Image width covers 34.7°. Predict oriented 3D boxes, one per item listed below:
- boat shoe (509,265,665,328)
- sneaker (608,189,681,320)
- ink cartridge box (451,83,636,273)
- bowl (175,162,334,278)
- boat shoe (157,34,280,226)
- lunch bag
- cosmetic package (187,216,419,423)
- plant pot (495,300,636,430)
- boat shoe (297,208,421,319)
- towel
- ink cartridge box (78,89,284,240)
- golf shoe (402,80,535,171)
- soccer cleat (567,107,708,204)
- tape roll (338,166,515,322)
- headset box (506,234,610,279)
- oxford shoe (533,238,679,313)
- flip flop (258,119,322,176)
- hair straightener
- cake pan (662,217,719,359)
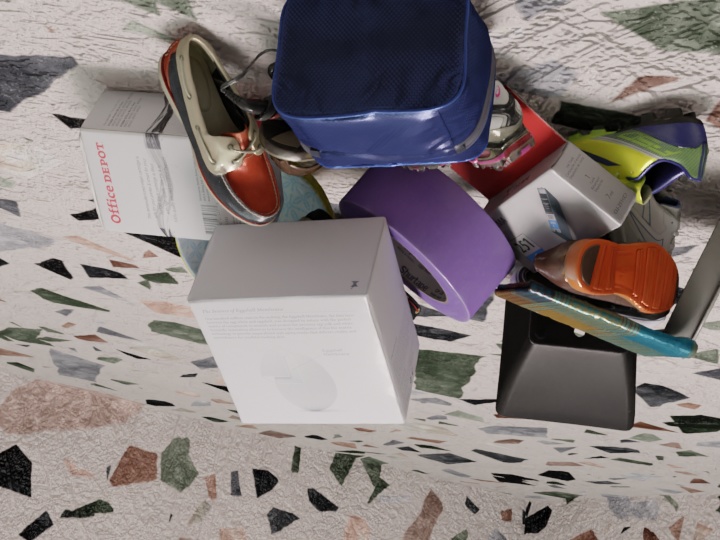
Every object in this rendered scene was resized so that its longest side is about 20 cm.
[{"bbox_3d":[0.276,0.020,1.353,0.197,0.071,0.067,14,142,-7],"label":"boat shoe"},{"bbox_3d":[0.315,-0.034,1.267,0.086,0.075,0.202,-11,116,23],"label":"sneaker"},{"bbox_3d":[0.170,-0.089,1.220,0.175,0.045,0.200,38,158,-5],"label":"ink cartridge box"},{"bbox_3d":[-0.117,-0.063,1.404,0.197,0.203,0.108,5,-155,10],"label":"bowl"},{"bbox_3d":[-0.132,-0.137,1.139,0.071,0.202,0.062,-33,-170,-32],"label":"boat shoe"},{"bbox_3d":[0.018,-0.165,1.016,0.197,0.138,0.132,1,161,19],"label":"lunch bag"},{"bbox_3d":[-0.055,0.057,1.256,0.196,0.124,0.202,-2,135,16],"label":"cosmetic package"},{"bbox_3d":[0.298,0.088,1.611,0.196,0.203,0.178,6,152,7],"label":"plant pot"},{"bbox_3d":[-0.002,-0.001,1.332,0.073,0.063,0.202,16,150,55],"label":"boat shoe"},{"bbox_3d":[0.256,0.052,1.271,0.198,0.022,0.147,22,174,-8],"label":"towel"},{"bbox_3d":[-0.193,-0.114,1.272,0.197,0.084,0.147,6,133,9],"label":"ink cartridge box"},{"bbox_3d":[0.092,-0.154,1.164,0.199,0.072,0.093,1,123,55],"label":"golf shoe"},{"bbox_3d":[0.261,-0.105,1.174,0.064,0.085,0.199,3,170,-42],"label":"soccer cleat"},{"bbox_3d":[0.074,-0.040,1.308,0.199,0.085,0.200,41,170,9],"label":"tape roll"},{"bbox_3d":[0.251,-0.034,1.421,0.147,0.078,0.200,15,159,-21],"label":"headset box"},{"bbox_3d":[0.263,0.001,1.207,0.198,0.072,0.072,15,173,-41],"label":"oxford shoe"},{"bbox_3d":[-0.061,-0.127,1.172,0.080,0.058,0.200,18,-168,-3],"label":"flip flop"},{"bbox_3d":[-0.047,-0.178,1.115,0.198,0.078,0.041,0,-173,-36],"label":"hair straightener"},{"bbox_3d":[0.397,0.003,1.310,0.036,0.202,0.201,27,167,15],"label":"cake pan"}]
